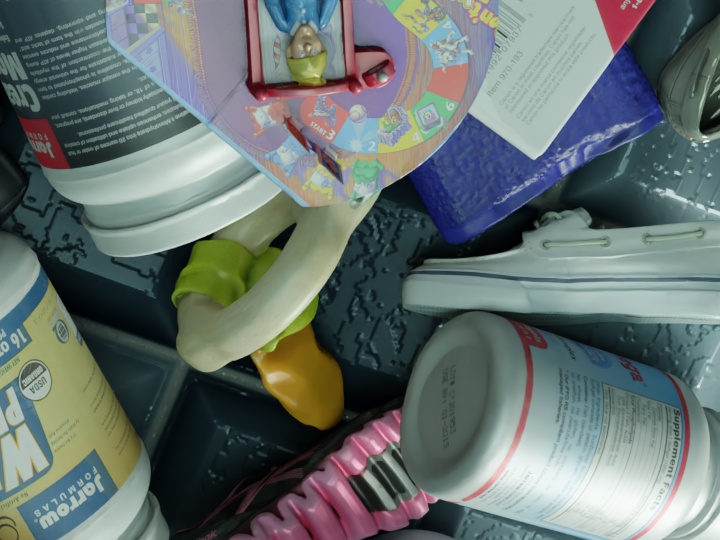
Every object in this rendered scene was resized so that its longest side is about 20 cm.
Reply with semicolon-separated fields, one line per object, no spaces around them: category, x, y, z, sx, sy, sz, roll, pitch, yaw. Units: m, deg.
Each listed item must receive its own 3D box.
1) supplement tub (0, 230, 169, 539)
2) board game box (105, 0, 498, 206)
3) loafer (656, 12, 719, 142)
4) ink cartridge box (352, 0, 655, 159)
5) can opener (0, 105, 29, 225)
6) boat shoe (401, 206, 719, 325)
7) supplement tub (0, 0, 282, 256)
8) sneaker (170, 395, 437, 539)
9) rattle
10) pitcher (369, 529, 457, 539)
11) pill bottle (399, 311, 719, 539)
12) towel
supplement tub;-0.206;0.094;1.236;0.144;0.145;0.200;-26;110;3
board game box;-0.023;-0.127;1.088;0.200;0.039;0.158;40;95;-17
loafer;0.248;-0.152;1.238;0.070;0.070;0.200;34;103;-16
ink cartridge box;0.050;-0.178;1.154;0.200;0.083;0.145;35;96;-17
can opener;-0.242;-0.043;1.164;0.079;0.200;0.063;35;119;6
boat shoe;0.123;-0.003;1.289;0.199;0.074;0.067;2;82;-7
supplement tub;-0.125;-0.123;1.169;0.140;0.140;0.200;-22;110;2
sneaker;-0.033;0.133;1.308;0.200;0.095;0.079;-35;120;-20
rattle;0.000;0.000;1.226;0.200;0.130;0.143;-39;100;19
pitcher;0.013;0.235;1.282;0.171;0.200;0.122;-5;110;-4
pill bottle;0.130;0.100;1.282;0.200;0.109;0.109;18;107;-30
towel;0.065;-0.133;1.240;0.147;0.050;0.200;-31;109;-3
